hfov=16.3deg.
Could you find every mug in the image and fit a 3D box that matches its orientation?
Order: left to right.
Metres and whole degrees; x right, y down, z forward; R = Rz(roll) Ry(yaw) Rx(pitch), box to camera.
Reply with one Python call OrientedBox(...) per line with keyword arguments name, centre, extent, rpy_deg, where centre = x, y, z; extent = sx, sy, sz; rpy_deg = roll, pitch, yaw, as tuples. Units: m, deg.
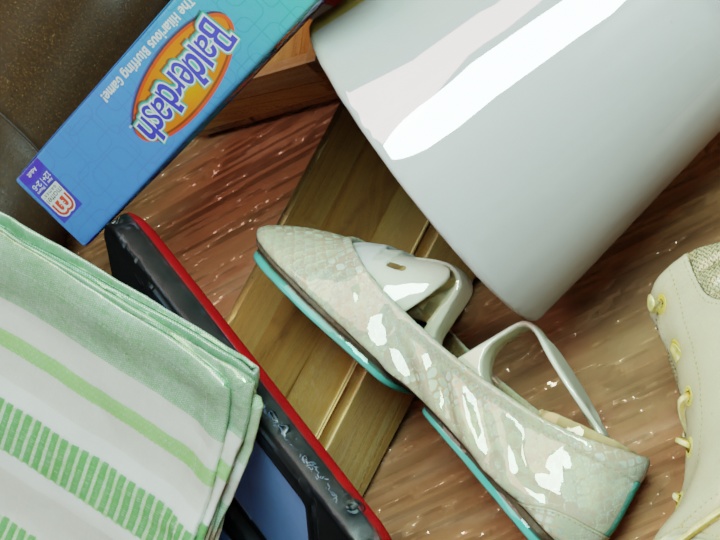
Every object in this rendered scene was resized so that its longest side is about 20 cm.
OrientedBox(name="mug", centre=(0.073, -0.100, 1.004), extent=(0.153, 0.149, 0.187), rpy_deg=(-38, 73, 10))

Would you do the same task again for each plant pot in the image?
OrientedBox(name="plant pot", centre=(-0.199, -0.111, 1.288), extent=(0.199, 0.200, 0.199), rpy_deg=(8, 60, 44))

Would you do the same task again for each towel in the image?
OrientedBox(name="towel", centre=(-0.124, 0.092, 1.016), extent=(0.152, 0.023, 0.201), rpy_deg=(29, 119, 20))

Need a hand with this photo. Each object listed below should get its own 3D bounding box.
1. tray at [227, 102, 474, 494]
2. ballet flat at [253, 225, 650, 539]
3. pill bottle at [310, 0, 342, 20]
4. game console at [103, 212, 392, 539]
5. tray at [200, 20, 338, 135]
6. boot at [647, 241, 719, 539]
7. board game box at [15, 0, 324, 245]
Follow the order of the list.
OrientedBox(name="tray", centre=(0.000, 0.000, 1.128), extent=(0.098, 0.037, 0.201), rpy_deg=(18, 77, 46))
OrientedBox(name="ballet flat", centre=(0.040, 0.034, 1.026), extent=(0.200, 0.067, 0.062), rpy_deg=(44, 99, 21))
OrientedBox(name="pill bottle", centre=(0.027, -0.213, 1.133), extent=(0.116, 0.115, 0.201), rpy_deg=(53, 132, 48))
OrientedBox(name="game console", centre=(-0.083, 0.110, 1.035), extent=(0.118, 0.173, 0.200), rpy_deg=(-31, 61, -17))
OrientedBox(name="tray", centre=(-0.036, -0.171, 1.289), extent=(0.098, 0.037, 0.201), rpy_deg=(-13, 55, 35))
OrientedBox(name="boot", centre=(0.130, 0.078, 0.938), extent=(0.199, 0.073, 0.156), rpy_deg=(-34, 46, 15))
OrientedBox(name="board game box", centre=(-0.044, -0.113, 1.043), extent=(0.200, 0.045, 0.152), rpy_deg=(-43, 5, 40))
